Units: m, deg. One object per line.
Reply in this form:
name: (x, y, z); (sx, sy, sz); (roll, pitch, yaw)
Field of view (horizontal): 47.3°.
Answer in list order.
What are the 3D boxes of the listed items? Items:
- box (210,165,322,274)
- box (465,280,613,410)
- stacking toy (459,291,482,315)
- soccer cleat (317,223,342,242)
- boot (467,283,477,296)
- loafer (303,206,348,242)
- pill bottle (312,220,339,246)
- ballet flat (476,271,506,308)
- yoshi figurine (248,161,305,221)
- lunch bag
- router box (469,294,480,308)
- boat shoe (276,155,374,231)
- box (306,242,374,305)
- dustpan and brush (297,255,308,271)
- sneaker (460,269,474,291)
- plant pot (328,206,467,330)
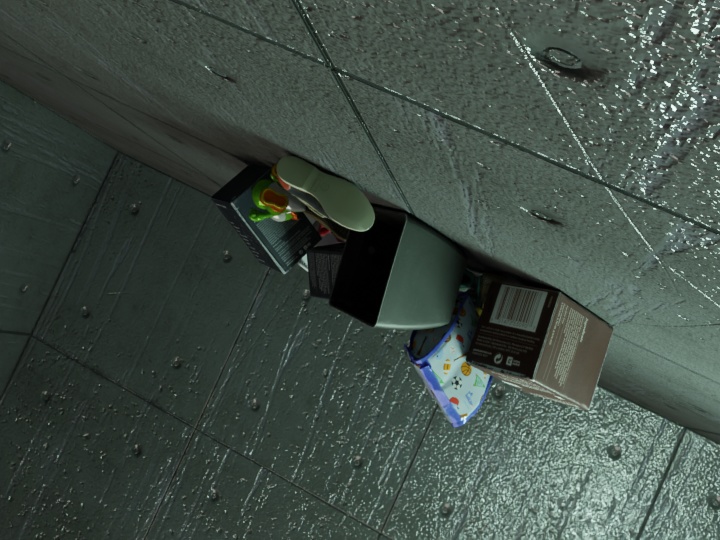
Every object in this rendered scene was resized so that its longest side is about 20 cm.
box: (-0.213, -0.117, 1.834); (0.198, 0.124, 0.199); (52, 167, -21)
box: (0.333, 0.138, 1.524); (0.198, 0.167, 0.164); (28, 168, -39)
stacking toy: (0.239, 0.126, 1.693); (0.198, 0.111, 0.116); (33, 176, 18)
soccer cleat: (-0.014, -0.085, 1.753); (0.198, 0.074, 0.068); (24, 177, 42)
boot: (0.302, 0.075, 1.929); (0.173, 0.070, 0.200); (35, 168, -11)
loafer: (-0.042, -0.109, 1.662); (0.199, 0.077, 0.067); (36, -177, 28)
pill bottle: (-0.049, -0.066, 1.952); (0.118, 0.121, 0.200); (25, 177, 18)
ballet flat: (0.268, 0.044, 1.659); (0.064, 0.072, 0.200); (8, 178, 9)
yoshi figurine: (-0.176, -0.151, 1.624); (0.110, 0.114, 0.200); (-16, 173, -9)
lunch bag: (0.170, 0.172, 1.570); (0.122, 0.201, 0.172); (-19, 115, 31)
router box: (0.261, 0.129, 1.867); (0.151, 0.062, 0.200); (57, 170, -19)
boat shoe: (-0.059, -0.125, 1.407); (0.198, 0.072, 0.063); (32, 164, 12)
box: (0.000, 0.000, 1.709); (0.146, 0.110, 0.198); (-10, -171, -34)
dustpan and brush: (-0.090, 0.018, 1.969); (0.199, 0.058, 0.140); (39, -179, -2)
sneaker: (0.160, -0.008, 1.753); (0.197, 0.079, 0.091); (20, 168, -16)
plant pot: (0.079, 0.006, 1.521); (0.175, 0.204, 0.199); (16, -178, -29)
